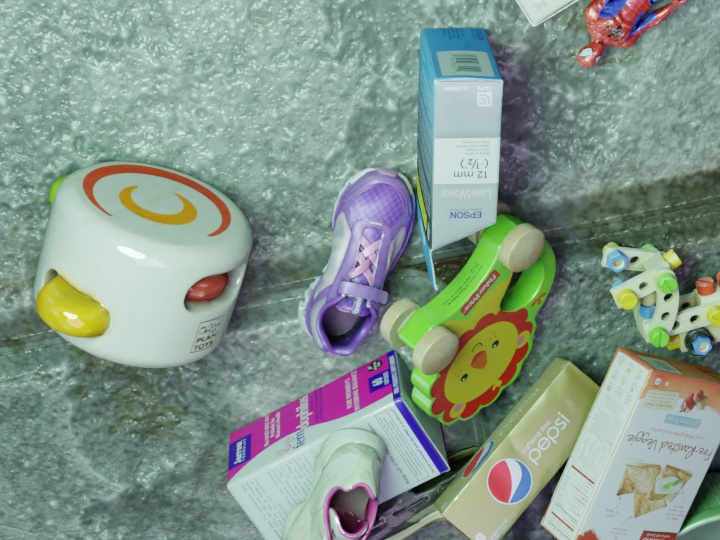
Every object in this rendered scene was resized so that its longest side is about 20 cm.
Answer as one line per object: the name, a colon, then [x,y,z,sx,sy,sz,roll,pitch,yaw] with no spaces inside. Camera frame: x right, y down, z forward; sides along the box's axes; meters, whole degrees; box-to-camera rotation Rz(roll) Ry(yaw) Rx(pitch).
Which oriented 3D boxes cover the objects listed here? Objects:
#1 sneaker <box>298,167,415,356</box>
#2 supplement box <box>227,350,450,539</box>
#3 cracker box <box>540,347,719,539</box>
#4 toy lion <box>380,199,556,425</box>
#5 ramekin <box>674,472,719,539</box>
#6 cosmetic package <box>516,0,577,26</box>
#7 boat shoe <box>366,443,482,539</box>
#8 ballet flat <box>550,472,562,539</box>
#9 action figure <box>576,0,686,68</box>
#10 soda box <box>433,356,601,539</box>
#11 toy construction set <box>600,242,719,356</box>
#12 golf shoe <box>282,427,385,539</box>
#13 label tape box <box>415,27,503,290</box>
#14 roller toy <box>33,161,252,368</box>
sneaker: [0.000,0.000,1.481,0.080,0.088,0.200,17,113,-10]
supplement box: [-0.025,0.183,1.563,0.200,0.101,0.103,-29,115,10]
cracker box: [0.278,0.185,1.533,0.134,0.058,0.200,13,106,-35]
toy lion: [0.118,0.053,1.498,0.200,0.069,0.192,-50,144,-1]
ramekin: [0.381,0.312,1.656,0.200,0.098,0.200,-1,117,-3]
cosmetic package: [0.133,-0.287,1.283,0.071,0.200,0.105,-31,115,11]
boat shoe: [0.048,0.235,1.615,0.201,0.072,0.066,-22,110,1]
ballet flat: [0.237,0.210,1.613,0.074,0.074,0.200,24,103,-15]
action figure: [0.262,-0.261,1.392,0.065,0.052,0.200,31,113,-21]
soda box: [0.163,0.182,1.552,0.064,0.068,0.200,40,88,-4]
toy construction set: [0.343,0.016,1.516,0.200,0.092,0.131,-10,117,14]
golf shoe: [-0.029,0.249,1.489,0.075,0.092,0.200,11,117,-11]
label tape box: [0.087,-0.103,1.403,0.066,0.143,0.200,-3,116,-2]
roller toy: [-0.199,-0.001,1.411,0.182,0.200,0.140,12,116,-16]
